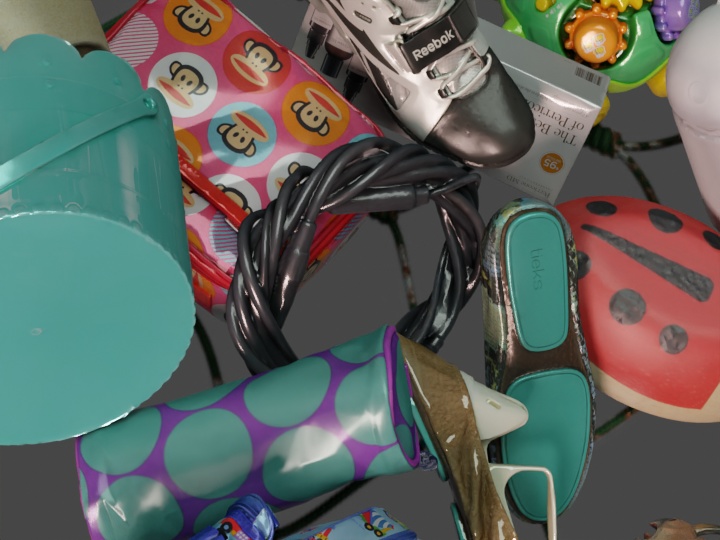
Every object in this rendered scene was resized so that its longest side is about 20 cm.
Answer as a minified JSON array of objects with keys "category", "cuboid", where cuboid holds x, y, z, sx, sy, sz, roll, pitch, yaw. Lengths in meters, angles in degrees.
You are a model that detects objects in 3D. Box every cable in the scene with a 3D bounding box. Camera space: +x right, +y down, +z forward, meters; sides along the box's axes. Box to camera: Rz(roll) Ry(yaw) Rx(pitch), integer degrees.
[{"category":"cable","cuboid":[0.000,0.000,1.220,0.200,0.051,0.164,-44,121,-20]}]

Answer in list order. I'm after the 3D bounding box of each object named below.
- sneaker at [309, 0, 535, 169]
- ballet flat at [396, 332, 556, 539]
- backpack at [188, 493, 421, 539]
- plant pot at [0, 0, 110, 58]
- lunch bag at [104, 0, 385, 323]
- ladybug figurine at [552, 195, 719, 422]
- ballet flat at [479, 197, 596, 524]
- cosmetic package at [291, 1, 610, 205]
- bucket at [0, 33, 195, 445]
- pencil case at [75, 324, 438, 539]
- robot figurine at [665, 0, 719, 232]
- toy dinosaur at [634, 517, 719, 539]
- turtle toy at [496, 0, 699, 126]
[{"category":"sneaker","cuboid":[0.033,-0.146,1.224,0.074,0.089,0.200,-43,86,-15]},{"category":"ballet flat","cuboid":[0.075,0.121,1.194,0.072,0.068,0.202,-20,87,-2]},{"category":"backpack","cuboid":[-0.039,0.198,1.093,0.199,0.183,0.135,-33,74,-18]},{"category":"plant pot","cuboid":[-0.244,-0.165,1.196,0.187,0.188,0.200,-36,68,-23]},{"category":"lunch bag","cuboid":[-0.100,-0.066,1.263,0.200,0.082,0.176,40,69,7]},{"category":"ladybug figurine","cuboid":[0.189,0.017,1.286,0.199,0.072,0.137,25,64,0]},{"category":"ballet flat","cuboid":[0.106,0.053,1.246,0.074,0.074,0.202,-2,100,-13]},{"category":"cosmetic package","cuboid":[0.055,-0.124,1.310,0.199,0.083,0.051,24,35,0]},{"category":"bucket","cuboid":[-0.188,-0.012,1.111,0.205,0.208,0.135,-5,44,-14]},{"category":"pencil case","cuboid":[-0.062,0.100,1.140,0.198,0.092,0.086,-18,91,9]},{"category":"robot figurine","cuboid":[0.261,-0.095,1.285,0.113,0.201,0.170,-34,38,-10]},{"category":"toy dinosaur","cuboid":[0.221,0.241,1.190,0.135,0.086,0.201,-30,81,-29]},{"category":"turtle toy","cuboid":[0.182,-0.193,1.363,0.199,0.101,0.147,-22,72,-20]}]
